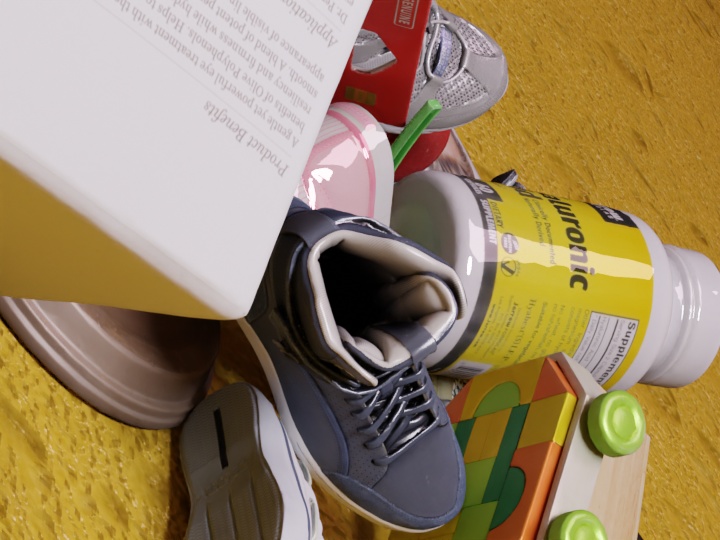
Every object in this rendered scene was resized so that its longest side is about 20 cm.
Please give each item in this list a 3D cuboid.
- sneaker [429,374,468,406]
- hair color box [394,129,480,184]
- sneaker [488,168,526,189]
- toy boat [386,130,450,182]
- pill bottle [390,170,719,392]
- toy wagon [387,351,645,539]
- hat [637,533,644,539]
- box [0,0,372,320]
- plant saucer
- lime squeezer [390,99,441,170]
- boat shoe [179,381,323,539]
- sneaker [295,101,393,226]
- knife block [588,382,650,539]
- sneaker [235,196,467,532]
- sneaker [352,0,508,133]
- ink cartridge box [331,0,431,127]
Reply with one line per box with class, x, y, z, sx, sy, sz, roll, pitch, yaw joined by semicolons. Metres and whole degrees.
sneaker;0.093;0.065;1.666;0.200;0.088;0.078;-18;101;-68
hair color box;-0.004;-0.124;1.796;0.100;0.060;0.201;8;53;-63
sneaker;0.049;-0.011;1.673;0.076;0.114;0.200;61;21;13
toy boat;-0.030;-0.079;1.629;0.200;0.130;0.132;17;73;-58
pill bottle;0.105;0.013;1.597;0.199;0.111;0.112;11;45;-33
toy wagon;0.064;0.136;1.429;0.039;0.155;0.201;36;58;-26
hat;0.141;0.213;1.605;0.201;0.081;0.201;52;12;-16
box;-0.143;-0.101;1.180;0.199;0.199;0.172;37;67;-42
plant saucer;-0.133;-0.014;1.393;0.200;0.029;0.201;45;23;-25
lime squeezer;0.000;0.000;1.531;0.038;0.201;0.071;0;15;-33
boat shoe;-0.042;0.128;1.320;0.067;0.073;0.200;48;21;-27
sneaker;-0.035;0.019;1.461;0.104;0.201;0.075;-26;37;-37
knife block;0.103;0.166;1.462;0.064;0.200;0.175;45;-6;-29
sneaker;0.013;0.054;1.344;0.203;0.077;0.146;57;-19;-21
sneaker;0.010;-0.124;1.504;0.199;0.082;0.075;16;73;-38
ink cartridge box;-0.059;-0.112;1.415;0.175;0.045;0.200;18;-17;2
